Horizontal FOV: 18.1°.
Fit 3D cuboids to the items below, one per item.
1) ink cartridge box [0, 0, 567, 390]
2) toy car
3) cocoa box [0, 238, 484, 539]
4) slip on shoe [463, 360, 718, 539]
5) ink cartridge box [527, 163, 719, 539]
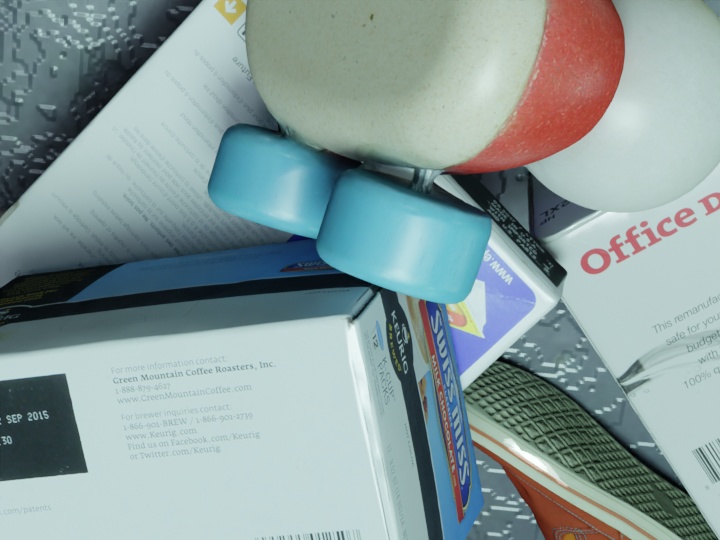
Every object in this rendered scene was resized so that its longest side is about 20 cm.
[{"bbox_3d":[-0.046,0.000,0.987,0.198,0.043,0.200,46,111,0],"label":"ink cartridge box"},{"bbox_3d":[0.072,-0.080,0.886,0.199,0.177,0.185,14,97,-34],"label":"toy car"},{"bbox_3d":[-0.066,0.069,0.919,0.199,0.131,0.134,-7,104,18],"label":"cocoa box"},{"bbox_3d":[0.107,0.114,1.094,0.200,0.074,0.061,38,115,-20],"label":"slip on shoe"},{"bbox_3d":[0.186,0.016,1.032,0.145,0.084,0.200,-29,112,15],"label":"ink cartridge box"}]
